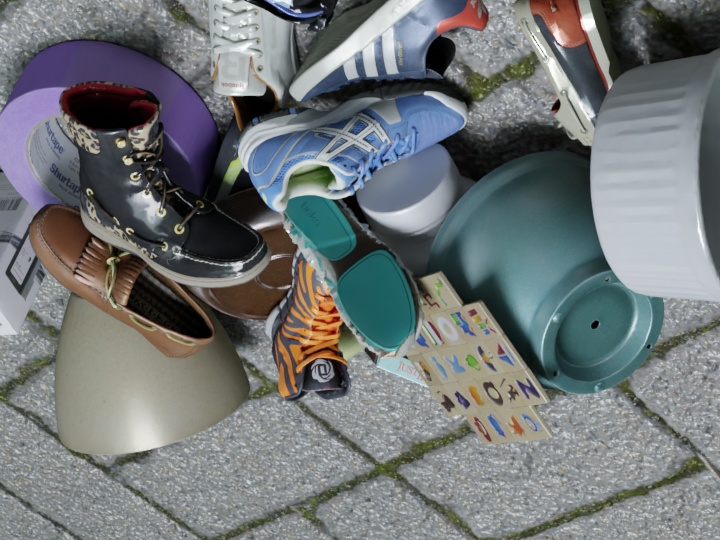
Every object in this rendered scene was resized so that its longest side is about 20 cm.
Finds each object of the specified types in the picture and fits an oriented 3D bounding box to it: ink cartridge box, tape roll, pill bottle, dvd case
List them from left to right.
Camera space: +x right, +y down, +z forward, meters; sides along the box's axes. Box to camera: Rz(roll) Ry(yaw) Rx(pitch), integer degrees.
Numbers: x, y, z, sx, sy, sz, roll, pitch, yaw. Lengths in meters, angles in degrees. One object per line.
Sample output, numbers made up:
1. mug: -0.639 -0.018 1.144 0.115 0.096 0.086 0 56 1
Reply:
1. ink cartridge box: -0.369 -0.001 1.730 0.115 0.201 0.068 -4 136 26
2. tape roll: -0.232 -0.114 1.651 0.198 0.066 0.201 12 140 10
3. dvd case: 0.076 0.102 1.717 0.145 0.022 0.200 22 179 -4
4. pill bottle: 0.076 -0.014 1.597 0.119 0.120 0.201 -6 135 28

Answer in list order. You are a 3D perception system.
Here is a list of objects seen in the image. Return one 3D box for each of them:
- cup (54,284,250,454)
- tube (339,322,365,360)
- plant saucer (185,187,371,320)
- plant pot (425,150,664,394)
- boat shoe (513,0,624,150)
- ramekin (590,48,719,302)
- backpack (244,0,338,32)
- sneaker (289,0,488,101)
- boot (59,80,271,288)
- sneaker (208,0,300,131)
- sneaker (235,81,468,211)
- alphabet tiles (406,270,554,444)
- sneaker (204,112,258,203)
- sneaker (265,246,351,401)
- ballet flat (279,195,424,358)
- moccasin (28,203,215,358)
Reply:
1. cup: -0.221 0.074 1.791 0.198 0.200 0.145 -3 111 25
2. tube: -0.004 0.051 1.727 0.058 0.052 0.200 61 150 7
3. plant saucer: -0.074 -0.009 1.671 0.198 0.032 0.201 -7 146 -5
4. plant pot: 0.172 0.020 1.507 0.198 0.134 0.202 -14 124 -21
5. boat shoe: 0.180 -0.142 1.439 0.062 0.072 0.201 -12 128 18
6. ramekin: 0.257 -0.071 1.400 0.097 0.201 0.201 -1 138 34
7. backpack: -0.079 -0.293 1.295 0.198 0.183 0.148 24 118 -1
8. sneaker: 0.024 -0.177 1.463 0.084 0.075 0.199 41 136 -18
9. boot: -0.173 -0.075 1.546 0.199 0.073 0.151 24 144 28
10. sneaker: -0.091 -0.196 1.483 0.072 0.085 0.201 6 138 19
11. sneaker: -0.002 -0.101 1.518 0.198 0.078 0.076 -16 147 -3
12. alphabet tiles: 0.088 0.077 1.521 0.167 0.006 0.200 55 159 -6
13. sneaker: -0.099 -0.066 1.646 0.082 0.072 0.201 20 141 -3
14. sneaker: -0.028 0.050 1.641 0.077 0.113 0.201 1 143 -19
15. ballet flat: 0.000 0.000 1.525 0.071 0.201 0.072 -23 148 -16
16. moccasin: -0.219 0.009 1.664 0.201 0.074 0.078 45 149 -16
